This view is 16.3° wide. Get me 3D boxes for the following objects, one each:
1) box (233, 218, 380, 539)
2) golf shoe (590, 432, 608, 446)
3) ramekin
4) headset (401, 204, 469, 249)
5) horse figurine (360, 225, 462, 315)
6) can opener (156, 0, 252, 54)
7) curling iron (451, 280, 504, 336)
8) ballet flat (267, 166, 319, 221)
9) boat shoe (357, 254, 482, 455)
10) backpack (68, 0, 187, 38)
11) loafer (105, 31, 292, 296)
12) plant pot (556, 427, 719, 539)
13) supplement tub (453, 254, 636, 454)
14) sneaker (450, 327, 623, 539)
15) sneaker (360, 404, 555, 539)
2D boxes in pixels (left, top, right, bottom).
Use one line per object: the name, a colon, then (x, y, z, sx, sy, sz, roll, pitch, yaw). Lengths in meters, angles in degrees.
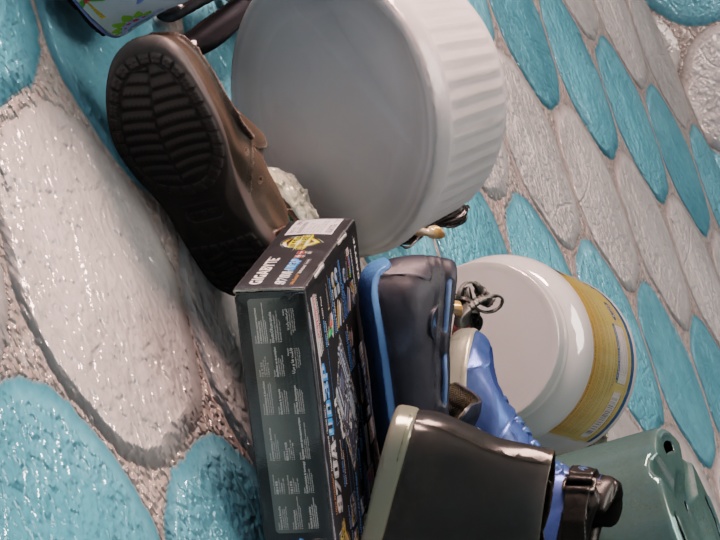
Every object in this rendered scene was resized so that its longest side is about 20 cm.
box: (-0.027, 0.083, 1.534, 0.159, 0.046, 0.201, -56, 141, -70)
golf shoe: (0.152, 0.091, 2.112, 0.097, 0.078, 0.201, 39, 26, -81)
ramekin: (0.011, -0.115, 1.687, 0.094, 0.202, 0.203, -17, 85, -40)
headset: (0.041, -0.098, 1.949, 0.201, 0.094, 0.124, 86, -19, -45)
horse figurine: (0.000, 0.000, 1.750, 0.050, 0.132, 0.201, 120, -33, -51)
can opener: (-0.091, -0.192, 1.760, 0.064, 0.078, 0.200, 62, 29, -2)
curling iron: (0.077, 0.093, 1.819, 0.049, 0.025, 0.201, -30, 135, -41)
ballet flat: (-0.020, 0.015, 1.652, 0.201, 0.072, 0.072, 62, 16, 6)
boat shoe: (0.046, 0.089, 1.557, 0.084, 0.068, 0.201, -123, -156, -64)
backpack: (-0.139, -0.261, 1.547, 0.183, 0.146, 0.201, 51, 26, -38)
loafer: (-0.098, -0.074, 1.560, 0.071, 0.073, 0.201, -74, 150, -45)
plant pot: (0.148, 0.211, 1.757, 0.201, 0.195, 0.201, 57, 19, -32)
supplement tub: (0.124, 0.066, 1.948, 0.200, 0.144, 0.145, 20, 50, -68)
sneaker: (0.117, 0.131, 1.655, 0.077, 0.111, 0.201, 53, 30, -67)
sneaker: (0.051, 0.187, 1.507, 0.075, 0.106, 0.201, -58, 160, -66)
